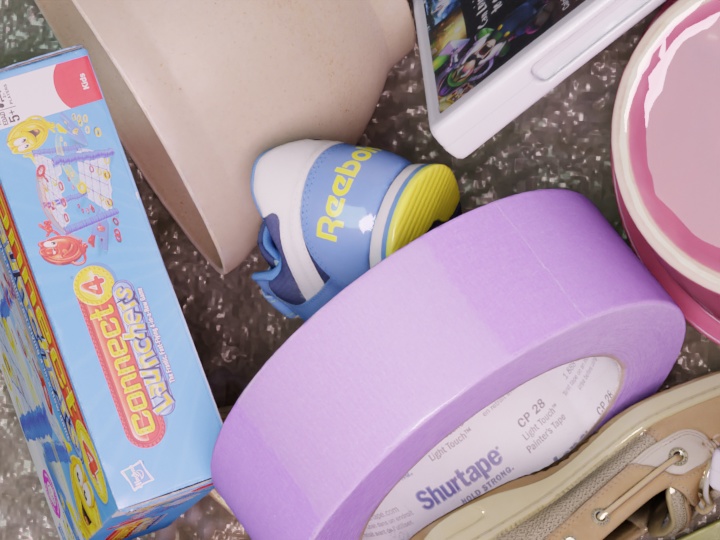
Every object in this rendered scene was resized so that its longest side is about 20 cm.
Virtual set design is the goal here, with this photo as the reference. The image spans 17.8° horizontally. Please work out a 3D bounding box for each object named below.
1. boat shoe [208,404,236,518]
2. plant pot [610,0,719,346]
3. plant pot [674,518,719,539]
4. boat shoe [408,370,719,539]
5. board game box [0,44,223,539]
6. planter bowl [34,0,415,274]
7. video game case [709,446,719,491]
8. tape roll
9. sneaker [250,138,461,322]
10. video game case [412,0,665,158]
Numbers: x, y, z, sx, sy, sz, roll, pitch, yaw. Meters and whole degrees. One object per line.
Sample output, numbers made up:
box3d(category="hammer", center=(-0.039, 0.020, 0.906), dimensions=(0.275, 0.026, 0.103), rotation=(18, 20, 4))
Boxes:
box3d(category="boat shoe", center=(-0.003, 0.130, 1.064), dimensions=(0.200, 0.065, 0.071), rotation=(28, 138, 19))
box3d(category="plant pot", center=(0.187, -0.051, 0.936), dimensions=(0.200, 0.179, 0.200), rotation=(0, 91, 22))
box3d(category="plant pot", center=(0.200, 0.206, 0.942), dimensions=(0.200, 0.200, 0.193), rotation=(-22, 95, 21))
box3d(category="boat shoe", center=(0.108, 0.107, 0.986), dimensions=(0.201, 0.073, 0.063), rotation=(-25, 65, -21))
box3d(category="board game box", center=(-0.131, 0.023, 1.065), dimensions=(0.056, 0.196, 0.200), rotation=(-18, 82, -17))
box3d(category="planter bowl", center=(-0.060, -0.117, 1.045), dimensions=(0.135, 0.200, 0.200), rotation=(-33, 77, -7))
box3d(category="video game case", center=(0.249, 0.078, 0.884), dimensions=(0.143, 0.200, 0.017), rotation=(23, 116, 40))
box3d(category="tape roll", center=(0.038, 0.057, 0.962), dimensions=(0.200, 0.200, 0.066), rotation=(-44, 66, 17))
box3d(category="sneaker", center=(0.000, 0.000, 1.014), dimensions=(0.082, 0.200, 0.074), rotation=(17, 65, 13))
box3d(category="video game case", center=(0.098, -0.152, 0.979), dimensions=(0.182, 0.200, 0.023), rotation=(-37, 117, 19))
